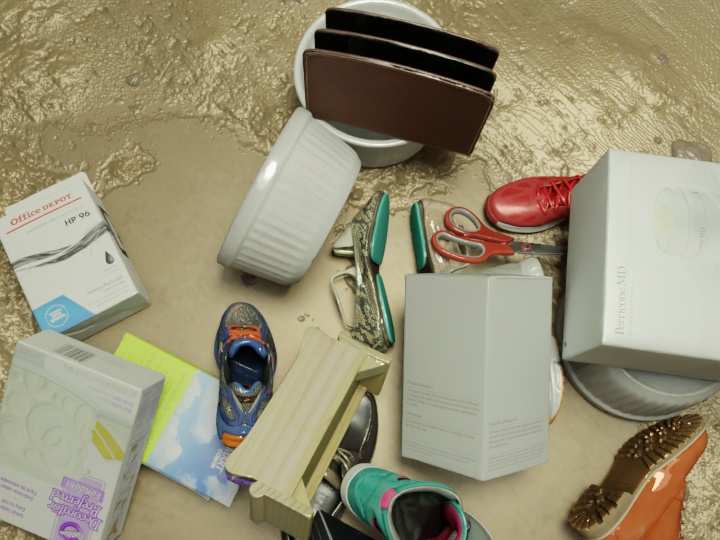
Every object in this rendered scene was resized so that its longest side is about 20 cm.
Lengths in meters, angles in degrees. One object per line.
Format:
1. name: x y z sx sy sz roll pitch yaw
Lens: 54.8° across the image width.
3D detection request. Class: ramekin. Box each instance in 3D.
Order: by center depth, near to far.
1. ramekin: -0.076 -0.075 0.790 0.094 0.202 0.203 28 76 -7
2. ramekin: 0.338 0.072 0.809 0.200 0.105 0.201 1 76 -2
3. ramekin: 0.018 -0.229 0.878 0.200 0.098 0.201 1 76 -3

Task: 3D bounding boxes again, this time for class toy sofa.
1. toy sofa: -0.053 0.161 0.716 0.097 0.083 0.200 23 54 9

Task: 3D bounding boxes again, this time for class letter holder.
1. letter holder: 0.046 -0.220 0.753 0.200 0.142 0.101 14 76 2

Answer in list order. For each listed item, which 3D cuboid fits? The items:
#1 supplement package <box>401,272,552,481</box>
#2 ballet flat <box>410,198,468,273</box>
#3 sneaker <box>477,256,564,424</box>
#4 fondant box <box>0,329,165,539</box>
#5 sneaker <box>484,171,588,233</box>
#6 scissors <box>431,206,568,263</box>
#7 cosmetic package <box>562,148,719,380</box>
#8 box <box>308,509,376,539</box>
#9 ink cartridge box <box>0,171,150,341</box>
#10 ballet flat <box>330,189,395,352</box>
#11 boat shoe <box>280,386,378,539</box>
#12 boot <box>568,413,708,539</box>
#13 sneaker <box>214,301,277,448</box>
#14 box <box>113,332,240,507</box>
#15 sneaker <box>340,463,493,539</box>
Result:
1. supplement package: 0.124 0.103 0.743 0.117 0.117 0.200 1 91 -41
2. ballet flat: 0.101 0.006 0.839 0.067 0.068 0.200 1 77 -10
3. sneaker: 0.182 0.086 0.824 0.092 0.076 0.200 -7 68 4
4. fondant box: -0.308 0.183 0.740 0.144 0.058 0.200 20 102 6
5. sneaker: 0.258 -0.102 0.844 0.200 0.116 0.079 -10 75 -6
6. scissors: 0.183 -0.022 0.823 0.200 0.014 0.073 19 59 0
7. cosmetic package: 0.325 0.000 0.711 0.200 0.123 0.200 7 75 1
8. box: 0.001 0.375 0.686 0.200 0.104 0.182 32 83 -9
9. ink cartridge box: -0.350 -0.025 0.827 0.116 0.068 0.200 -28 78 -9
10. ballet flat: 0.000 0.000 0.840 0.075 0.068 0.200 -5 78 13
11. boat shoe: -0.029 0.224 0.772 0.074 0.073 0.200 19 76 3
12. boot: 0.336 0.254 0.787 0.200 0.075 0.107 -42 95 -13
13. sneaker: -0.122 0.096 0.763 0.075 0.079 0.200 0 35 -15
14. box: -0.207 0.169 0.793 0.200 0.048 0.122 26 77 5
15. sneaker: 0.083 0.268 0.715 0.200 0.121 0.084 32 76 -18
